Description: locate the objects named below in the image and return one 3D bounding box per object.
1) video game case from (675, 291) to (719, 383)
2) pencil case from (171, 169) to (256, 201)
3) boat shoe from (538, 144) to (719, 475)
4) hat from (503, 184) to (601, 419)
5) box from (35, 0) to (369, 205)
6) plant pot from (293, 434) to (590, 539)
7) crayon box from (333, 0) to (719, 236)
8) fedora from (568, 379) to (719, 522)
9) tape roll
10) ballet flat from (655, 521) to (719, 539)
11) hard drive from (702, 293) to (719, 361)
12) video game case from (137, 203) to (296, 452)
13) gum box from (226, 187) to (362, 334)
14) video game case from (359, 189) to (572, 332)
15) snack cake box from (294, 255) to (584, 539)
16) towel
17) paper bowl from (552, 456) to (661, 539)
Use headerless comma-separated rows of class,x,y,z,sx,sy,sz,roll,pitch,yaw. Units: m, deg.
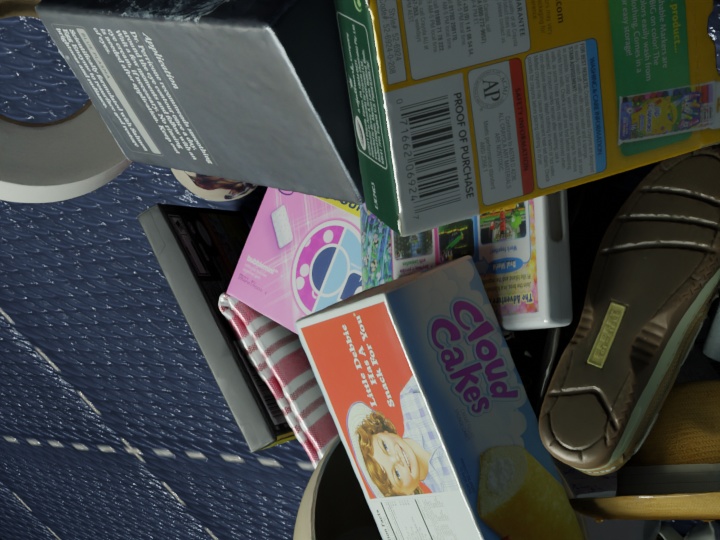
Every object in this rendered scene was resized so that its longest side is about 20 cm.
video game case,0.229,0.093,1.086,0.200,0.036,0.181,50,152,-20
pencil case,-0.097,-0.127,1.125,0.089,0.078,0.200,20,152,5
boat shoe,0.168,0.024,0.908,0.072,0.200,0.076,29,180,36
hat,0.137,0.035,0.990,0.081,0.201,0.201,14,153,-3
box,-0.031,-0.152,0.860,0.200,0.197,0.117,13,143,43
plant pot,0.035,0.200,1.061,0.200,0.200,0.134,41,145,-2
crayon box,0.093,-0.105,0.766,0.052,0.200,0.126,-138,35,-61
fedora,0.219,0.111,0.959,0.200,0.082,0.201,-1,170,0
tape roll,-0.239,-0.148,1.146,0.203,0.203,0.037,41,154,-1
ballet flat,0.260,0.232,1.239,0.068,0.068,0.200,57,151,-14
hard drive,0.273,0.006,0.852,0.139,0.033,0.200,16,150,10
video game case,-0.091,0.042,1.254,0.200,0.025,0.181,63,-166,7
gum box,0.000,0.000,1.119,0.200,0.114,0.066,27,-172,41
video game case,0.058,-0.051,0.968,0.200,0.024,0.182,-10,81,58
snack cake box,0.048,0.102,0.937,0.115,0.067,0.200,-19,93,61
towel,-0.040,0.096,1.229,0.200,0.030,0.146,59,-166,3
paper bowl,0.134,0.217,1.206,0.201,0.200,0.104,79,171,-53
